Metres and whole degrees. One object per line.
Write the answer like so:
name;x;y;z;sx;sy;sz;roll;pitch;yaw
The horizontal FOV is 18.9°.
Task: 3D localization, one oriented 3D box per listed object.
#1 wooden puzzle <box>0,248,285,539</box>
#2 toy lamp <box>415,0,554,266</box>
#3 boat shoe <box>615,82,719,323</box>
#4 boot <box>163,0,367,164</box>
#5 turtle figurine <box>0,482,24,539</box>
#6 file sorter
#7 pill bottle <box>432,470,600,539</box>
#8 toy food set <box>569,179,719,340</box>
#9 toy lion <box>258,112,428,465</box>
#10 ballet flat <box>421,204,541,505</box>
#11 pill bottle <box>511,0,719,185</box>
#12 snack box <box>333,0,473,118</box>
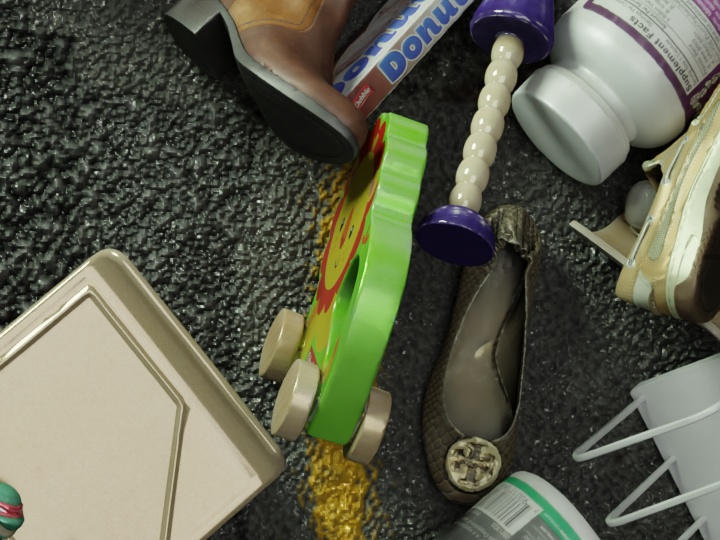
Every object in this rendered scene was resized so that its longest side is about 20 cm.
wooden puzzle;-0.176;0.116;1.371;0.200;0.037;0.185;-40;96;-7
toy lamp;0.083;-0.103;1.363;0.058;0.058;0.202;22;62;-11
boat shoe;0.215;-0.064;1.379;0.201;0.076;0.072;-63;143;-24
boot;0.001;-0.173;1.377;0.200;0.188;0.069;-39;134;-13
turtle figurine;-0.233;0.204;1.303;0.149;0.101;0.202;18;97;-33
file sorter;0.246;0.165;1.389;0.124;0.138;0.201;-30;94;-48
pill bottle;0.063;0.231;1.378;0.199;0.113;0.113;-38;95;-12
toy food set;0.255;-0.055;1.427;0.200;0.143;0.061;-41;140;-12
toy lion;0.000;0.000;1.341;0.068;0.200;0.193;18;101;-10
ballet flat;0.085;0.055;1.428;0.067;0.046;0.202;14;83;-11
pill bottle;0.196;-0.153;1.435;0.200;0.112;0.112;-44;97;-12
snack box;0.032;-0.163;1.416;0.200;0.072;0.024;-48;114;-12
